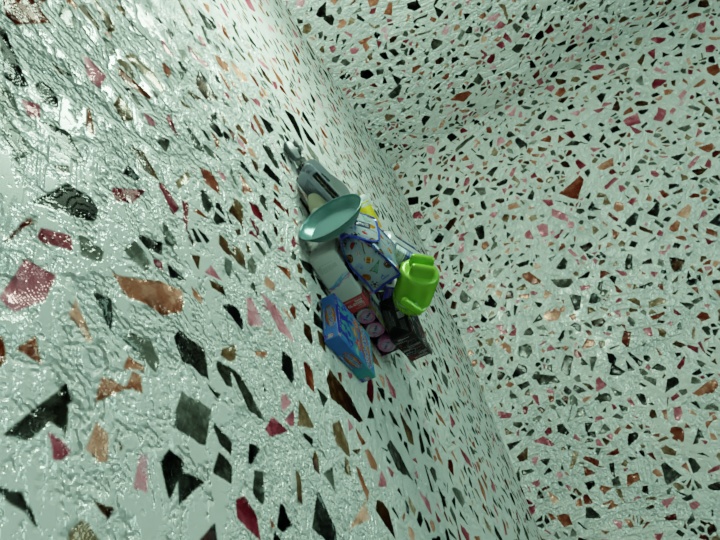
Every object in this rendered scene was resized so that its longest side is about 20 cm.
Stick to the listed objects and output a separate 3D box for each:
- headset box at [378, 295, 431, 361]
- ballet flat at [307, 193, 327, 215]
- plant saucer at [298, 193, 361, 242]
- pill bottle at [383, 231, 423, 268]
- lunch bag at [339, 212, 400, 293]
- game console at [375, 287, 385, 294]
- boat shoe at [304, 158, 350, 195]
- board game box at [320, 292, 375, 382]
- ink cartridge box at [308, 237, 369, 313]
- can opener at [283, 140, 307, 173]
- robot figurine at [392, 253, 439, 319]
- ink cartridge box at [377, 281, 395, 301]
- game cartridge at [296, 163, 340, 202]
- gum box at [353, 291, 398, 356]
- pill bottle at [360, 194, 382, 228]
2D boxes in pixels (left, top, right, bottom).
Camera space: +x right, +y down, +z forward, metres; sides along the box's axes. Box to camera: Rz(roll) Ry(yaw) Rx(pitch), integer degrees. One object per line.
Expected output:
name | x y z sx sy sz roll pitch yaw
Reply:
headset box | 0.146 0.185 1.667 0.200 0.075 0.149 47 21 -52
ballet flat | -0.103 -0.140 1.599 0.200 0.069 0.070 56 16 -15
plant saucer | -0.076 -0.137 1.454 0.036 0.200 0.200 56 16 -29
pill bottle | 0.097 -0.056 1.680 0.200 0.111 0.111 31 30 -28
lunch bag | 0.016 -0.069 1.501 0.200 0.124 0.170 44 20 -24
game console | 0.019 -0.037 1.695 0.177 0.031 0.200 33 49 -30
boat shoe | -0.101 -0.273 1.685 0.200 0.071 0.070 43 3 -7
board game box | -0.031 0.177 1.383 0.200 0.045 0.152 54 17 -39
ink cartridge box | -0.056 0.006 1.518 0.200 0.083 0.146 58 15 -23
can opener | -0.192 -0.327 1.715 0.067 0.053 0.201 -23 86 -44
robot figurine | 0.158 0.047 1.527 0.176 0.115 0.200 -89 -172 -47
ink cartridge box | 0.087 0.064 1.830 0.198 0.043 0.201 94 -14 -58
game cartridge | -0.113 -0.227 1.628 0.200 0.040 0.133 48 -24 -1
gum box | 0.044 0.156 1.645 0.200 0.066 0.114 55 16 -32
pill bottle | 0.015 -0.187 2.060 0.200 0.109 0.109 62 14 -6
